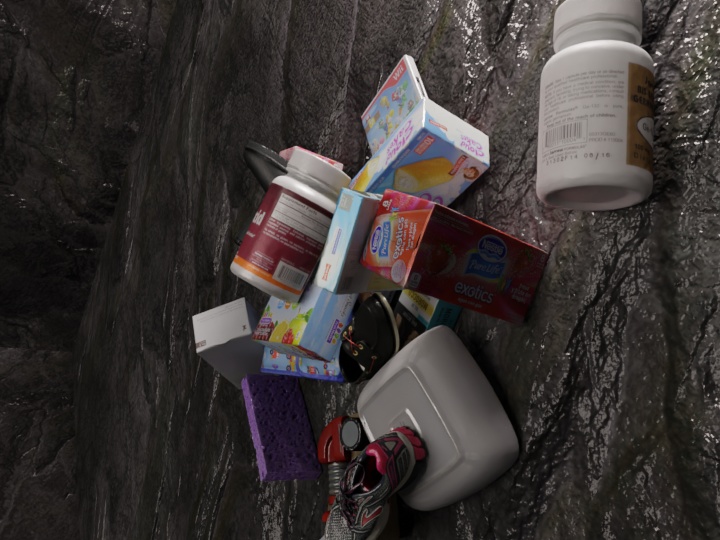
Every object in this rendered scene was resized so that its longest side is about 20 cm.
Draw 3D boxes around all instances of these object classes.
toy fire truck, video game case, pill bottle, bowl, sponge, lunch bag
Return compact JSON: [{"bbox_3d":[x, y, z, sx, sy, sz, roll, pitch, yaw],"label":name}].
[{"bbox_3d":[-0.018,0.321,0.943,0.198,0.127,0.179,-26,60,40],"label":"toy fire truck"},{"bbox_3d":[0.064,-0.226,1.013,0.143,0.017,0.203,-48,45,41],"label":"video game case"},{"bbox_3d":[-0.099,-0.066,0.921,0.114,0.113,0.203,25,88,56],"label":"pill bottle"},{"bbox_3d":[0.080,0.198,0.799,0.200,0.074,0.202,-48,63,39],"label":"bowl"},{"bbox_3d":[-0.145,0.280,1.134,0.030,0.110,0.202,-56,40,35],"label":"sponge"},{"bbox_3d":[-0.075,0.115,1.110,0.198,0.093,0.154,-4,76,45],"label":"lunch bag"},{"bbox_3d":[0.243,-0.173,0.650,0.114,0.113,0.204,-7,77,56],"label":"pill bottle"}]

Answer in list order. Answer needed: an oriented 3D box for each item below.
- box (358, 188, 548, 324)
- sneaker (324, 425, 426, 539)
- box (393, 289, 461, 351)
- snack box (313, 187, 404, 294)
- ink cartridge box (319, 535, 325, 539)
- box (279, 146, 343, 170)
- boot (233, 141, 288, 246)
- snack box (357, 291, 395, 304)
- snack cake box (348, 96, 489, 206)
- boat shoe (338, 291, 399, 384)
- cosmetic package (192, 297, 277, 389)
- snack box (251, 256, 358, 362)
[{"bbox_3d":[0.111,-0.014,0.731,0.099,0.198,0.097,27,98,55],"label":"box"},{"bbox_3d":[0.000,0.274,0.776,0.081,0.074,0.202,43,119,34],"label":"sneaker"},{"bbox_3d":[0.096,0.047,0.880,0.082,0.048,0.203,42,117,53],"label":"box"},{"bbox_3d":[0.026,-0.034,0.789,0.037,0.199,0.118,23,102,29],"label":"snack box"},{"bbox_3d":[-0.053,0.548,0.989,0.200,0.040,0.202,-53,42,35],"label":"ink cartridge box"},{"bbox_3d":[-0.116,-0.110,1.141,0.094,0.101,0.204,7,82,63],"label":"box"},{"bbox_3d":[-0.155,-0.106,1.039,0.197,0.073,0.164,33,90,24],"label":"boot"},{"bbox_3d":[0.000,0.000,1.060,0.200,0.024,0.073,48,119,51],"label":"snack box"},{"bbox_3d":[0.075,-0.132,0.887,0.200,0.114,0.068,-44,29,43],"label":"snack cake box"},{"bbox_3d":[0.008,0.100,0.866,0.074,0.062,0.203,60,158,26],"label":"boat shoe"},{"bbox_3d":[-0.227,0.144,1.198,0.201,0.111,0.082,69,-176,-56],"label":"cosmetic package"},{"bbox_3d":[-0.080,0.048,0.988,0.199,0.067,0.171,-3,60,60],"label":"snack box"}]
